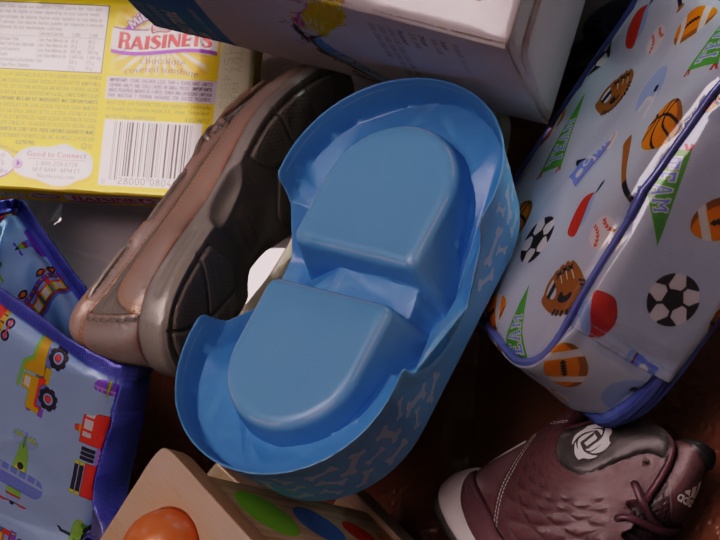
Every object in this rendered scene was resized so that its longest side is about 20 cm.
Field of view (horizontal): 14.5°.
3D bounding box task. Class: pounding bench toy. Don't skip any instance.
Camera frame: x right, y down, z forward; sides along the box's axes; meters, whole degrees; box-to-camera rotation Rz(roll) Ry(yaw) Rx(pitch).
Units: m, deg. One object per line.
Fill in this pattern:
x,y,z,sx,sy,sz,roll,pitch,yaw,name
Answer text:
-0.065,0.149,1.245,0.200,0.156,0.124,44,107,40,pounding bench toy

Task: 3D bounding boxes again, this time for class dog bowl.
0.000,0.012,1.230,0.111,0.050,0.200,14,65,34,dog bowl

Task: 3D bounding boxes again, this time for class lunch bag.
0.127,-0.040,1.248,0.200,0.075,0.160,-54,20,8,lunch bag
-0.170,0.074,1.361,0.200,0.094,0.151,38,120,43,lunch bag

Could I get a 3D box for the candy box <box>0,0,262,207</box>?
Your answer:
-0.150,-0.085,1.398,0.199,0.026,0.103,4,73,8,candy box

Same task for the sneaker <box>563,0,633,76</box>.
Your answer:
0.158,-0.138,1.315,0.200,0.070,0.082,-36,61,17,sneaker

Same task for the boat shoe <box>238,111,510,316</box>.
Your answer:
0.000,0.000,1.313,0.072,0.061,0.201,35,76,15,boat shoe

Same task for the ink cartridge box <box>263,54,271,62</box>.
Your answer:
-0.102,-0.156,1.515,0.119,0.042,0.200,-38,50,11,ink cartridge box

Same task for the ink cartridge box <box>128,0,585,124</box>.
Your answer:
0.003,-0.171,1.255,0.199,0.146,0.147,16,82,13,ink cartridge box

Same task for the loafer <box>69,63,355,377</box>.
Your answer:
-0.068,-0.032,1.318,0.063,0.072,0.200,7,44,27,loafer

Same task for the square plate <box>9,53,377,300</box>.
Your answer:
-0.065,-0.062,1.418,0.199,0.028,0.199,24,88,24,square plate

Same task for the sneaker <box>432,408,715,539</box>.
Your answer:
0.118,0.129,1.205,0.115,0.076,0.200,-40,51,6,sneaker
